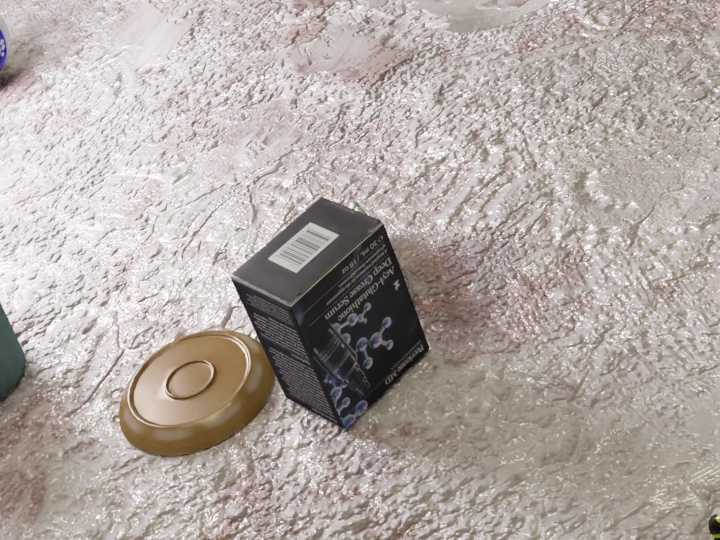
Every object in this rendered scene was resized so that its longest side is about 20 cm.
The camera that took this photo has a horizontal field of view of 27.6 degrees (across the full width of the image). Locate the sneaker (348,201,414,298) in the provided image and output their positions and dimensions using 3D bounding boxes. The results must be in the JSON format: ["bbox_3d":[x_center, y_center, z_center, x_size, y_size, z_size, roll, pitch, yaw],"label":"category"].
[{"bbox_3d":[0.000,0.000,1.803,0.091,0.078,0.200,-37,34,5],"label":"sneaker"}]

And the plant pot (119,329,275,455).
[{"bbox_3d":[-0.200,0.137,1.755,0.199,0.028,0.200,-13,38,11],"label":"plant pot"}]

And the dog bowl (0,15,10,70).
[{"bbox_3d":[-0.699,-0.386,2.480,0.200,0.200,0.079,-4,44,21],"label":"dog bowl"}]

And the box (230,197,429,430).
[{"bbox_3d":[-0.031,0.048,1.639,0.107,0.200,0.148,24,57,42],"label":"box"}]

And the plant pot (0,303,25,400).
[{"bbox_3d":[-0.530,0.072,1.851,0.200,0.196,0.201,-13,39,11],"label":"plant pot"}]

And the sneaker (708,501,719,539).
[{"bbox_3d":[0.417,0.222,1.320,0.200,0.076,0.076,7,46,30],"label":"sneaker"}]
